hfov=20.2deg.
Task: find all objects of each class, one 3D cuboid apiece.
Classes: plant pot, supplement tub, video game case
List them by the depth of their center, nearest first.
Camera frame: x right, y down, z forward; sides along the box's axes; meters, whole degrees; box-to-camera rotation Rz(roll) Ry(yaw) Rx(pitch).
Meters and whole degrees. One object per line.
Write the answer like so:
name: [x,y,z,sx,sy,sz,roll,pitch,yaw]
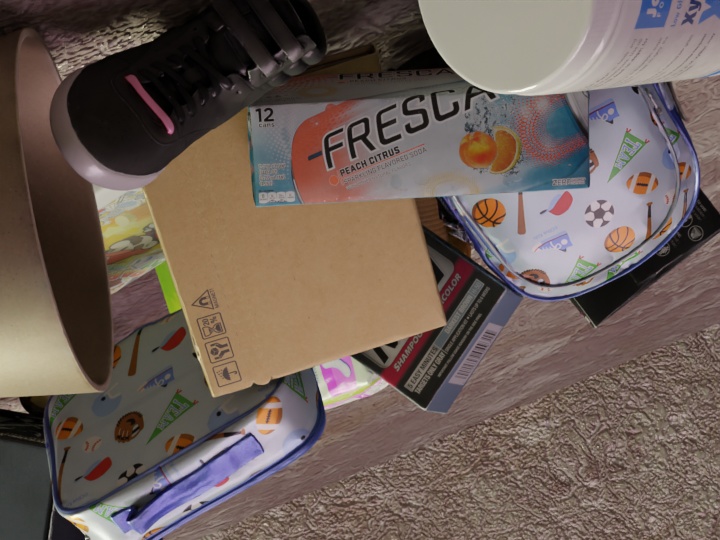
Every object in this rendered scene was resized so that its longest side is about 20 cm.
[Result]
plant pot: [-0.245,-0.012,1.025,0.199,0.188,0.187,-11,168,2]
supplement tub: [0.142,-0.168,1.135,0.200,0.132,0.132,-12,164,-46]
video game case: [-0.178,-0.025,1.407,0.182,0.023,0.200,-30,167,29]

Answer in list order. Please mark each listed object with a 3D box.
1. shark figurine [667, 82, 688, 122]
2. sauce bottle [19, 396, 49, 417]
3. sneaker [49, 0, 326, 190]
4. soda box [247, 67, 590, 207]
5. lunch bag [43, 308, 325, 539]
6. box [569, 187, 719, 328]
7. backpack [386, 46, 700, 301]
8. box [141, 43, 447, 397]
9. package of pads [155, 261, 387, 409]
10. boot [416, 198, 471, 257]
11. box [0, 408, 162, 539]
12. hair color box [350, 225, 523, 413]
shark figurine: [0.241,-0.153,1.505,0.128,0.090,0.214,-27,166,21]
sauce bottle: [-0.248,0.080,1.634,0.066,0.066,0.200,-19,173,-20]
sneaker: [-0.086,-0.108,1.064,0.099,0.071,0.200,-35,-177,29]
soda box: [0.033,-0.081,1.188,0.199,0.064,0.068,-4,-161,0]
lunch bag: [-0.125,0.106,1.385,0.200,0.160,0.076,-32,127,7]
box: [0.176,-0.054,1.524,0.124,0.149,0.200,-37,179,3]
backpack: [0.131,-0.077,1.316,0.199,0.154,0.191,-29,130,14]
box: [-0.044,-0.028,1.268,0.163,0.201,0.021,-17,-152,-2]
package of pads: [-0.054,0.033,1.504,0.200,0.155,0.068,-20,177,44]
boot: [0.056,-0.005,1.555,0.070,0.145,0.201,-6,-171,9]
box: [-0.290,0.186,1.670,0.199,0.125,0.196,8,-178,22]
hair color box: [0.000,0.000,1.376,0.099,0.200,0.061,-56,162,4]
